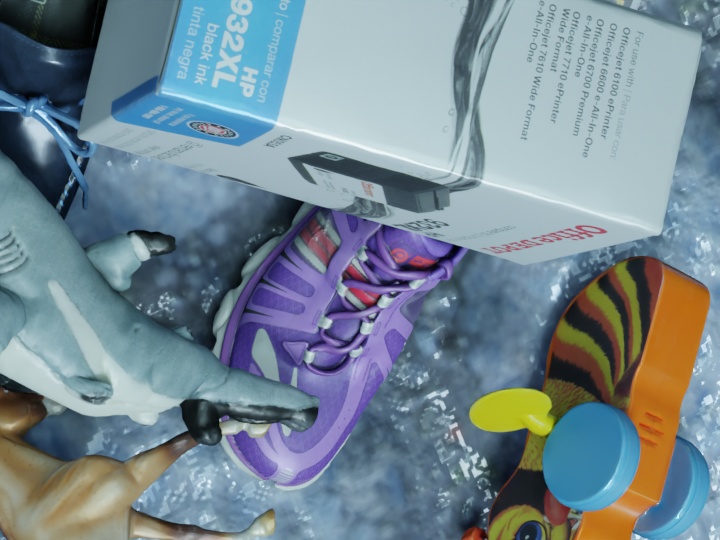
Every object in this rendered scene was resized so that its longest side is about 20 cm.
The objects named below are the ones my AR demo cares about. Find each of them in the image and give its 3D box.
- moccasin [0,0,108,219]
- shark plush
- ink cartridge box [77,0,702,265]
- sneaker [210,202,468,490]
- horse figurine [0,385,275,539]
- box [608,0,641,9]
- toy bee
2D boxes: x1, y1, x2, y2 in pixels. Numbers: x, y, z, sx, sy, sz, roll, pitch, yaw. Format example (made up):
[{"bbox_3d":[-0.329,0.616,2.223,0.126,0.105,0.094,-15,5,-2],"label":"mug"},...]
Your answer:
[{"bbox_3d":[-0.137,-0.094,1.074,0.080,0.068,0.201,7,98,-17],"label":"moccasin"},{"bbox_3d":[-0.103,0.015,1.056,0.199,0.091,0.084,28,88,-5],"label":"shark plush"},{"bbox_3d":[0.008,-0.070,1.004,0.199,0.145,0.084,15,81,-16],"label":"ink cartridge box"},{"bbox_3d":[0.000,0.000,1.121,0.080,0.083,0.201,26,91,-18],"label":"sneaker"},{"bbox_3d":[-0.098,0.138,1.086,0.132,0.050,0.201,-1,75,-10],"label":"horse figurine"},{"bbox_3d":[0.089,-0.190,1.091,0.158,0.048,0.201,20,93,-59],"label":"box"},{"bbox_3d":[0.089,0.093,1.159,0.131,0.108,0.201,48,53,-30],"label":"toy bee"}]
